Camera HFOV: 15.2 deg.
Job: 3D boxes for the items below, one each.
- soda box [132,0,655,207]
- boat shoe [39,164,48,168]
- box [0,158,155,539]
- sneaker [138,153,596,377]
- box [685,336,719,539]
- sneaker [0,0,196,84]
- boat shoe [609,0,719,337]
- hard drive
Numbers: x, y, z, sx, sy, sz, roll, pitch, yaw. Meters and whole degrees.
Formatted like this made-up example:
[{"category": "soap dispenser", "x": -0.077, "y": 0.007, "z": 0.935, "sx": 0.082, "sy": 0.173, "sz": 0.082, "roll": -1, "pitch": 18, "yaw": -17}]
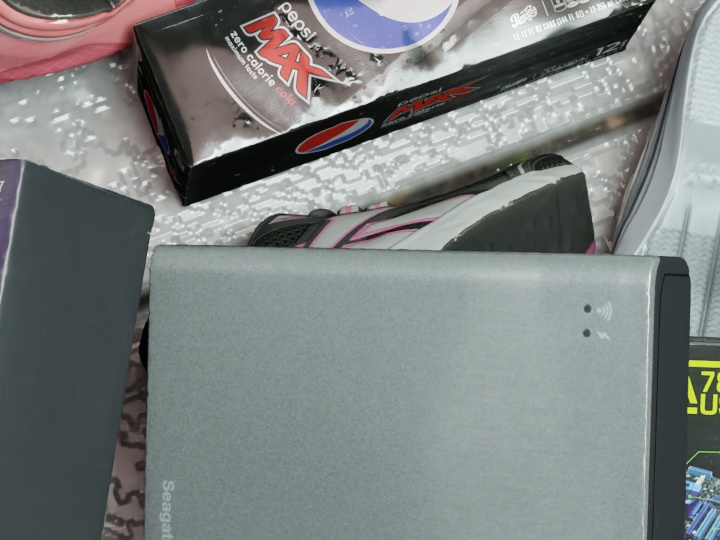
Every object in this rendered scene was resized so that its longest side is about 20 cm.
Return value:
[{"category": "soda box", "x": 0.012, "y": -0.093, "z": 1.076, "sx": 0.200, "sy": 0.071, "sz": 0.063, "roll": -21, "pitch": 80, "yaw": -10}, {"category": "boat shoe", "x": -0.130, "y": 0.048, "z": 1.030, "sx": 0.071, "sy": 0.072, "sz": 0.200, "roll": -10, "pitch": 77, "yaw": -4}, {"category": "box", "x": -0.182, "y": 0.037, "z": 0.968, "sx": 0.200, "sy": 0.079, "sz": 0.141, "roll": 0, "pitch": 78, "yaw": 35}, {"category": "sneaker", "x": 0.000, "y": 0.000, "z": 1.054, "sx": 0.200, "sy": 0.080, "sz": 0.086, "roll": -26, "pitch": 47, "yaw": -25}, {"category": "box", "x": 0.155, "y": 0.120, "z": 0.956, "sx": 0.200, "sy": 0.048, "sz": 0.193, "roll": 2, "pitch": 89, "yaw": -15}, {"category": "sneaker", "x": -0.085, "y": -0.135, "z": 1.078, "sx": 0.200, "sy": 0.087, "sz": 0.074, "roll": -31, "pitch": 81, "yaw": -36}, {"category": "boat shoe", "x": 0.140, "y": -0.017, "z": 1.076, "sx": 0.074, "sy": 0.067, "sz": 0.200, "roll": 18, "pitch": 99, "yaw": 0}, {"category": "hard drive", "x": 0.015, "y": 0.062, "z": 0.925, "sx": 0.200, "sy": 0.033, "sz": 0.140, "roll": 1, "pitch": 91, "yaw": 32}]
